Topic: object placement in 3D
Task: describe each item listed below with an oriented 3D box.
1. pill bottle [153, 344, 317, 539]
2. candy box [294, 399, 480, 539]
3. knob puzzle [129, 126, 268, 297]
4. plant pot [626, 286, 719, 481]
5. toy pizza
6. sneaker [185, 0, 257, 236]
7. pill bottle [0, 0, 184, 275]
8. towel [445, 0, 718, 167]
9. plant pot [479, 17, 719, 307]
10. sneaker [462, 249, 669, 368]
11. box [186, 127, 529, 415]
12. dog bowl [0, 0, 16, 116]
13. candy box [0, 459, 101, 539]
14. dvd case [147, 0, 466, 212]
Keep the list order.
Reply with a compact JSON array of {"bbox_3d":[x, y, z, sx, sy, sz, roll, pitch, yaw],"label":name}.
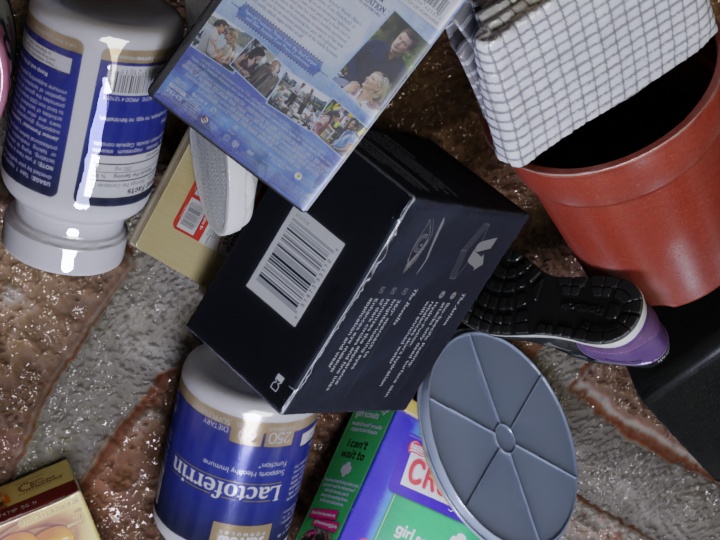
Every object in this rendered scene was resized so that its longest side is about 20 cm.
[{"bbox_3d":[-0.106,0.168,1.763,0.115,0.116,0.201,3,116,-22],"label":"pill bottle"},{"bbox_3d":[0.039,0.226,1.835,0.169,0.077,0.201,32,74,-31],"label":"candy box"},{"bbox_3d":[-0.080,-0.068,1.683,0.219,0.030,0.221,-23,124,-38],"label":"knob puzzle"},{"bbox_3d":[0.326,0.060,1.837,0.177,0.200,0.199,-36,124,14],"label":"plant pot"},{"bbox_3d":[0.111,0.147,1.816,0.032,0.201,0.200,-26,132,38],"label":"toy pizza"},{"bbox_3d":[-0.064,-0.127,1.579,0.115,0.074,0.201,-12,116,-28],"label":"sneaker"},{"bbox_3d":[-0.203,-0.105,1.587,0.115,0.116,0.201,5,115,-22],"label":"pill bottle"},{"bbox_3d":[0.157,-0.188,1.580,0.200,0.086,0.166,-34,145,-6],"label":"towel"},{"bbox_3d":[0.222,-0.086,1.723,0.200,0.201,0.196,-32,132,-2],"label":"plant pot"},{"bbox_3d":[0.162,0.043,1.767,0.088,0.199,0.076,42,71,-46],"label":"sneaker"},{"bbox_3d":[0.000,0.000,1.670,0.197,0.117,0.200,-58,153,15],"label":"box"},{"bbox_3d":[-0.340,-0.146,1.539,0.199,0.074,0.201,-9,119,-16],"label":"dog bowl"},{"bbox_3d":[-0.263,0.268,1.802,0.115,0.055,0.201,-22,122,-8],"label":"candy box"},{"bbox_3d":[-0.037,-0.160,1.496,0.142,0.018,0.200,37,107,-3],"label":"dvd case"}]
